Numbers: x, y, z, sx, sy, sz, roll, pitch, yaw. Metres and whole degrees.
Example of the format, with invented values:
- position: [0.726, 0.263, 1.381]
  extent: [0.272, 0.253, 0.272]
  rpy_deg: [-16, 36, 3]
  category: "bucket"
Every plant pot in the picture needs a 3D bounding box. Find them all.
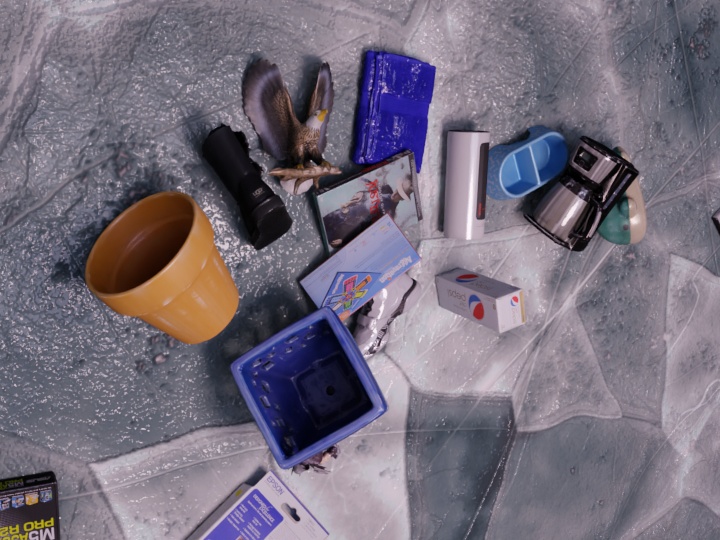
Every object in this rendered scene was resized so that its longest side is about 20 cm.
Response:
- position: [-0.071, 0.199, 1.361]
  extent: [0.199, 0.180, 0.201]
  rpy_deg: [-31, 75, 5]
  category: "plant pot"
- position: [-0.288, 0.013, 1.255]
  extent: [0.200, 0.200, 0.184]
  rpy_deg: [-45, 133, -12]
  category: "plant pot"

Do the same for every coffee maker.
- position: [0.442, -0.152, 1.611]
  extent: [0.201, 0.134, 0.192]
  rpy_deg: [-57, 164, 17]
  category: "coffee maker"

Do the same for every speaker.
- position: [0.198, -0.161, 1.528]
  extent: [0.080, 0.081, 0.203]
  rpy_deg: [-4, 103, -27]
  category: "speaker"

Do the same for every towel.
- position: [0.064, -0.280, 1.446]
  extent: [0.146, 0.049, 0.202]
  rpy_deg: [4, 100, -28]
  category: "towel"

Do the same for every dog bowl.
- position: [0.331, -0.211, 1.604]
  extent: [0.199, 0.049, 0.112]
  rpy_deg: [-28, 113, -19]
  category: "dog bowl"

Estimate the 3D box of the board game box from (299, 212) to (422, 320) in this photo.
- position: [0.000, 0.000, 1.430]
  extent: [0.199, 0.019, 0.103]
  rpy_deg: [-37, 86, 6]
  category: "board game box"

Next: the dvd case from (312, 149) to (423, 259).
- position: [0.017, -0.115, 1.448]
  extent: [0.199, 0.022, 0.147]
  rpy_deg: [-26, 129, -19]
  category: "dvd case"

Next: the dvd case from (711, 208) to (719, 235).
- position: [0.939, -0.141, 1.962]
  extent: [0.200, 0.018, 0.143]
  rpy_deg: [-45, 117, -13]
  category: "dvd case"

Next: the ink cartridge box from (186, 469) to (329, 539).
- position: [-0.187, 0.491, 1.490]
  extent: [0.200, 0.047, 0.198]
  rpy_deg: [-43, 116, -15]
  category: "ink cartridge box"

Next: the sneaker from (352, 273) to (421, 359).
- position: [0.017, 0.065, 1.487]
  extent: [0.200, 0.075, 0.115]
  rpy_deg: [-49, 117, -15]
  category: "sneaker"

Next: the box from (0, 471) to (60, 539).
- position: [-0.573, 0.412, 1.264]
  extent: [0.198, 0.044, 0.162]
  rpy_deg: [-4, 103, -27]
  category: "box"

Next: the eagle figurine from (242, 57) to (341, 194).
- position: [-0.098, -0.239, 1.339]
  extent: [0.150, 0.202, 0.152]
  rpy_deg: [-24, 158, 16]
  category: "eagle figurine"

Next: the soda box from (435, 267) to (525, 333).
- position: [0.222, 0.052, 1.518]
  extent: [0.063, 0.200, 0.069]
  rpy_deg: [-17, 109, -23]
  category: "soda box"

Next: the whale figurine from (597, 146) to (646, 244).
- position: [0.531, -0.151, 1.687]
  extent: [0.103, 0.159, 0.202]
  rpy_deg: [-10, 109, 14]
  category: "whale figurine"

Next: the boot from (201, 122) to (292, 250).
- position: [-0.185, -0.135, 1.318]
  extent: [0.076, 0.200, 0.169]
  rpy_deg: [-32, 80, -11]
  category: "boot"

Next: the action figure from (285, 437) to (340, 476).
- position: [-0.075, 0.291, 1.494]
  extent: [0.130, 0.069, 0.201]
  rpy_deg: [30, 90, -37]
  category: "action figure"
